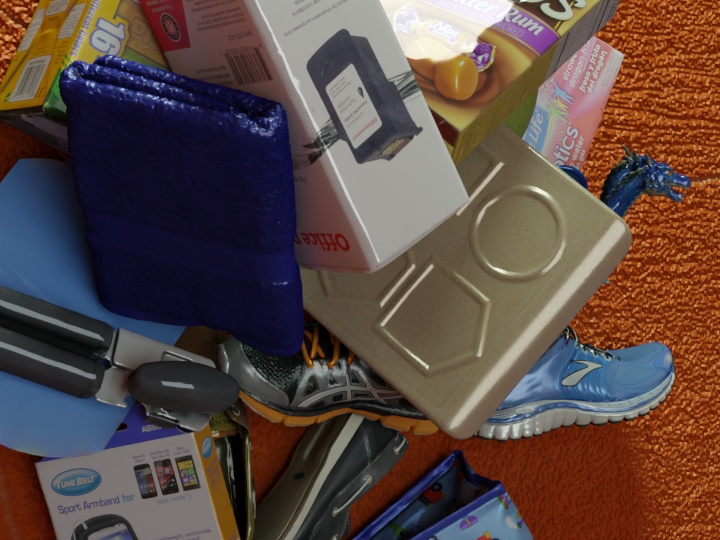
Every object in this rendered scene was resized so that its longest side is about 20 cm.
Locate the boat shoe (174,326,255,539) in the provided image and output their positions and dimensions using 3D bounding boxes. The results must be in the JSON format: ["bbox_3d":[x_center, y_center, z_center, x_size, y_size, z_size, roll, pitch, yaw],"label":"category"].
[{"bbox_3d":[-0.107,0.105,1.173,0.071,0.068,0.202,-17,100,-27],"label":"boat shoe"}]

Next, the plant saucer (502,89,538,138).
[{"bbox_3d":[0.030,-0.146,1.197,0.198,0.031,0.202,-1,79,3],"label":"plant saucer"}]

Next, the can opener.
[{"bbox_3d":[-0.171,0.048,1.054,0.199,0.067,0.054,22,59,-24],"label":"can opener"}]

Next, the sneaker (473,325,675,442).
[{"bbox_3d":[0.166,0.076,1.319,0.198,0.078,0.090,-8,99,-28],"label":"sneaker"}]

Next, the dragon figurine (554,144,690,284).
[{"bbox_3d":[0.130,-0.043,1.179,0.198,0.059,0.100,3,91,2],"label":"dragon figurine"}]

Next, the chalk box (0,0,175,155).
[{"bbox_3d":[-0.123,-0.117,1.122,0.199,0.124,0.125,26,80,-29],"label":"chalk box"}]

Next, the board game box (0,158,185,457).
[{"bbox_3d":[-0.207,0.029,1.106,0.158,0.039,0.201,40,59,-14],"label":"board game box"}]

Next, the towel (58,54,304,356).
[{"bbox_3d":[-0.104,-0.040,1.024,0.201,0.146,0.050,88,21,-47],"label":"towel"}]

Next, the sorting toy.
[{"bbox_3d":[0.055,-0.015,1.135,0.200,0.036,0.185,40,87,13],"label":"sorting toy"}]

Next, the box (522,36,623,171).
[{"bbox_3d":[0.106,-0.092,1.263,0.094,0.102,0.202,26,81,-27],"label":"box"}]

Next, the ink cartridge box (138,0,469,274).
[{"bbox_3d":[-0.037,-0.107,1.017,0.084,0.144,0.201,-33,108,-25],"label":"ink cartridge box"}]

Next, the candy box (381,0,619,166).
[{"bbox_3d":[0.080,-0.170,1.138,0.116,0.057,0.200,38,60,14],"label":"candy box"}]

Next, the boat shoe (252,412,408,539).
[{"bbox_3d":[-0.038,0.184,1.214,0.068,0.072,0.201,45,69,-22],"label":"boat shoe"}]

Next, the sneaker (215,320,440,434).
[{"bbox_3d":[-0.008,0.062,1.184,0.198,0.077,0.079,6,45,-29],"label":"sneaker"}]

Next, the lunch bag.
[{"bbox_3d":[0.045,0.263,1.268,0.199,0.094,0.151,-35,110,-10],"label":"lunch bag"}]

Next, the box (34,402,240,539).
[{"bbox_3d":[-0.143,0.186,1.137,0.118,0.041,0.202,-11,99,13],"label":"box"}]
